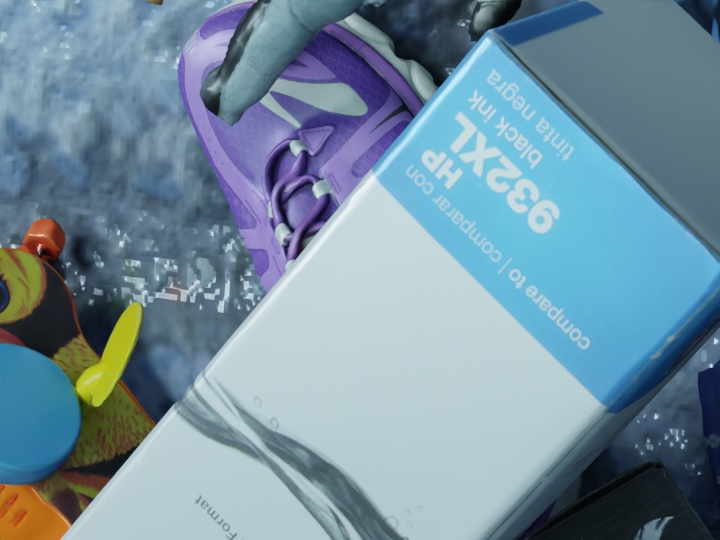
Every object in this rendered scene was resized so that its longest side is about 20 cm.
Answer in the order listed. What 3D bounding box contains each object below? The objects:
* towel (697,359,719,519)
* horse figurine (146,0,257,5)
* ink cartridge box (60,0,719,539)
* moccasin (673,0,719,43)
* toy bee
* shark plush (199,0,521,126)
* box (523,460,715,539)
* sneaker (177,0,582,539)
[{"bbox_3d":[0.180,0.110,0.753,0.144,0.024,0.201,-11,89,29],"label":"towel"},{"bbox_3d":[-0.070,-0.159,0.815,0.199,0.050,0.133,27,102,2],"label":"horse figurine"},{"bbox_3d":[0.021,0.029,0.683,0.084,0.145,0.200,44,112,7],"label":"ink cartridge box"},{"bbox_3d":[0.134,-0.076,0.736,0.200,0.068,0.081,43,113,24],"label":"moccasin"},{"bbox_3d":[-0.111,0.034,0.880,0.131,0.109,0.200,-18,115,43],"label":"toy bee"},{"bbox_3d":[0.024,-0.104,0.751,0.199,0.091,0.084,-33,79,15],"label":"shark plush"},{"bbox_3d":[0.099,0.171,0.735,0.201,0.048,0.159,57,158,16],"label":"box"},{"bbox_3d":[0.000,0.000,0.814,0.081,0.083,0.201,-38,74,27],"label":"sneaker"}]
